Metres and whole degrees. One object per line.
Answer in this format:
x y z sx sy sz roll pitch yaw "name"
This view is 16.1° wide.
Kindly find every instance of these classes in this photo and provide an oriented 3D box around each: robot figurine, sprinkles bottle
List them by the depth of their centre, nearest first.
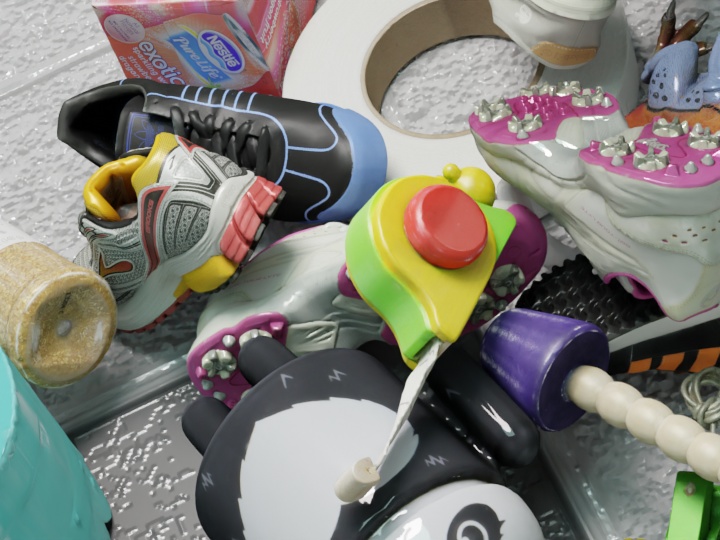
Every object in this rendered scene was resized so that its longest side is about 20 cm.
0.000 0.116 1.215 0.124 0.151 0.200 -10 41 -41 "robot figurine"
-0.213 -0.001 1.392 0.068 0.068 0.199 -45 43 -17 "sprinkles bottle"

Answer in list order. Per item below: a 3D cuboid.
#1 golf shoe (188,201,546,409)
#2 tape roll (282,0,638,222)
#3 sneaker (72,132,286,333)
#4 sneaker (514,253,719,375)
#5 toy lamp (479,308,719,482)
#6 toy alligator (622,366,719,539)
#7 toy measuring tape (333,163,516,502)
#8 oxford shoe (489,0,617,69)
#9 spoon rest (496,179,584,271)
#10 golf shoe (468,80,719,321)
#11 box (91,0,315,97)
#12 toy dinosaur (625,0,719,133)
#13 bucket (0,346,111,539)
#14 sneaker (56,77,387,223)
0.000 0.000 1.320 0.199 0.076 0.092 -21 36 14 "golf shoe"
0.056 -0.104 1.425 0.201 0.037 0.204 -9 51 12 "tape roll"
-0.111 -0.028 1.344 0.200 0.082 0.078 -30 28 60 "sneaker"
0.162 0.033 1.267 0.199 0.090 0.070 -19 37 38 "sneaker"
0.138 0.072 1.183 0.199 0.058 0.058 28 66 37 "toy lamp"
0.155 0.141 1.194 0.059 0.054 0.201 1 52 21 "toy alligator"
0.013 0.016 1.189 0.073 0.074 0.201 9 47 24 "toy measuring tape"
0.089 -0.173 1.403 0.075 0.058 0.200 0 34 -15 "oxford shoe"
0.172 -0.027 1.311 0.198 0.061 0.099 -2 18 16 "spoon rest"
0.112 -0.035 1.228 0.075 0.092 0.200 -18 22 -19 "golf shoe"
-0.079 -0.197 1.498 0.094 0.103 0.201 0 53 17 "box"
0.182 -0.060 1.246 0.200 0.105 0.182 -39 16 24 "toy dinosaur"
-0.234 0.122 1.283 0.205 0.135 0.208 -9 50 11 "bucket"
-0.079 -0.065 1.387 0.199 0.078 0.071 9 97 40 "sneaker"
